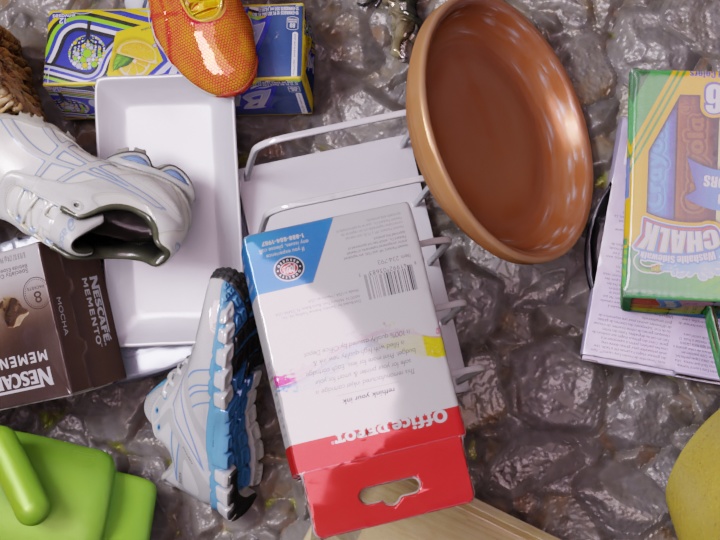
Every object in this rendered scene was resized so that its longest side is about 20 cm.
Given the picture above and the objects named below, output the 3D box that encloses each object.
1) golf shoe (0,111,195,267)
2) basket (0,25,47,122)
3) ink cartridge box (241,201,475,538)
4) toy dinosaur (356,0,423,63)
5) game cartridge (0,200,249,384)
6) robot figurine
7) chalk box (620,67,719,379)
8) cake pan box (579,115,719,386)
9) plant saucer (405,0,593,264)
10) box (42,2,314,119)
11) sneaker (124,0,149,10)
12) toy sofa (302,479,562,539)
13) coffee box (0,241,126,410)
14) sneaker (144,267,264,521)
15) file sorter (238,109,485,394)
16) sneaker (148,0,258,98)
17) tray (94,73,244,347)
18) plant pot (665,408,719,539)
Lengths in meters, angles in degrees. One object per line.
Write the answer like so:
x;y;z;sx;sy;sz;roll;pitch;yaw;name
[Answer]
-0.215;-0.052;1.231;0.198;0.098;0.079;10;120;-9;golf shoe
-0.348;-0.116;1.306;0.199;0.143;0.150;-29;51;4;basket
-0.002;0.067;1.166;0.115;0.067;0.202;-12;84;-8;ink cartridge box
0.010;-0.255;1.353;0.087;0.047;0.202;2;84;-8;toy dinosaur
-0.169;0.015;1.351;0.198;0.040;0.135;-16;79;5;game cartridge
-0.254;0.177;1.290;0.198;0.176;0.116;14;54;-11;robot figurine
0.241;-0.028;1.214;0.123;0.125;0.202;3;83;8;chalk box
0.264;-0.008;1.296;0.198;0.052;0.186;9;83;7;cake pan box
0.096;-0.099;1.269;0.037;0.199;0.202;-19;81;40;plant saucer
-0.136;-0.158;1.342;0.198;0.070;0.065;-1;72;6;box
-0.097;-0.259;1.350;0.071;0.073;0.200;42;89;16;sneaker
0.062;0.210;1.291;0.199;0.098;0.083;25;63;9;toy sofa
-0.286;0.050;1.306;0.198;0.080;0.114;-12;90;23;coffee box
-0.120;0.088;1.291;0.086;0.075;0.202;15;117;19;sneaker
0.000;0.000;1.273;0.137;0.125;0.202;-12;83;-9;file sorter
-0.130;-0.218;1.273;0.072;0.077;0.201;-23;81;-6;sneaker
-0.140;-0.045;1.310;0.106;0.022;0.202;-2;96;7;tray
0.297;0.167;1.219;0.200;0.200;0.142;-49;57;0;plant pot
